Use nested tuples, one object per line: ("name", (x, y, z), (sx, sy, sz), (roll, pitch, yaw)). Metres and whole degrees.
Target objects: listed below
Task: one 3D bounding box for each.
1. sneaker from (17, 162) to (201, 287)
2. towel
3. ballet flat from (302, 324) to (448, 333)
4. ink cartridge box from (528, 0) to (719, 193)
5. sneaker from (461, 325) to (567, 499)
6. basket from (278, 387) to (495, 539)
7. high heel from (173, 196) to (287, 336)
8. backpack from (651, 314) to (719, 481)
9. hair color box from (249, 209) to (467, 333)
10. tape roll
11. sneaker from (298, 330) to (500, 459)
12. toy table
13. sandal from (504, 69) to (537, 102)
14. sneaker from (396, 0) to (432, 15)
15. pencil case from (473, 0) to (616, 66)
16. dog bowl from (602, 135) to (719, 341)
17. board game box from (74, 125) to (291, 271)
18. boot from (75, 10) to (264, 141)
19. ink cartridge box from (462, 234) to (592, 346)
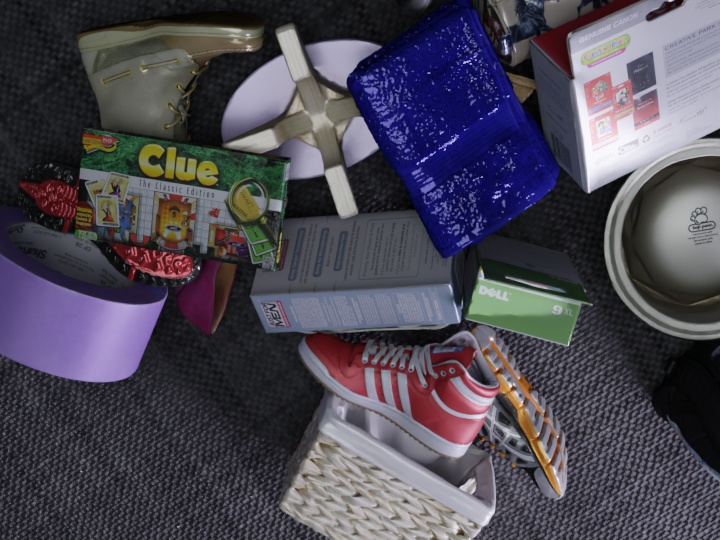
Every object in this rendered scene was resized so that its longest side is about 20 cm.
("sneaker", (-0.234, -0.053, 1.324), (0.198, 0.095, 0.080), (30, 102, 10))
("towel", (0.090, -0.129, 1.221), (0.147, 0.049, 0.201), (-37, 108, -15))
("ballet flat", (0.005, 0.036, 1.358), (0.197, 0.070, 0.070), (-1, 104, 2))
("ink cartridge box", (0.262, -0.197, 1.223), (0.198, 0.084, 0.177), (-25, 132, -9))
("sneaker", (0.149, 0.153, 1.385), (0.077, 0.078, 0.201), (-30, 98, 22))
("basket", (0.025, 0.214, 1.369), (0.199, 0.136, 0.124), (32, 107, -6))
("high heel", (-0.118, -0.008, 1.320), (0.199, 0.067, 0.097), (-28, 96, 47))
("backpack", (0.391, 0.143, 1.305), (0.153, 0.200, 0.164), (39, 101, -9))
("hair color box", (0.000, 0.000, 1.307), (0.197, 0.100, 0.061), (-3, 139, 15))
("tape roll", (-0.292, 0.021, 1.294), (0.198, 0.200, 0.086), (24, 105, -5))
("sneaker", (0.043, 0.091, 1.320), (0.198, 0.071, 0.113), (30, 120, -3))
("toy table", (-0.042, -0.147, 1.288), (0.198, 0.117, 0.185), (-30, 102, 7))
("sandal", (0.138, -0.163, 1.300), (0.208, 0.078, 0.071), (6, 102, -6))
("sneaker", (0.112, -0.302, 1.232), (0.115, 0.076, 0.202), (27, 67, -15))
("pencil case", (0.204, -0.266, 1.255), (0.198, 0.090, 0.078), (-26, 70, -2))
("dog bowl", (0.334, -0.037, 1.327), (0.197, 0.074, 0.203), (1, 104, 2))
("board game box", (-0.166, -0.067, 1.244), (0.197, 0.023, 0.106), (9, 101, 9))
("boot", (-0.174, -0.166, 1.297), (0.197, 0.072, 0.157), (-2, 106, 22))
("ink cartridge box", (0.154, 0.021, 1.280), (0.102, 0.200, 0.060), (15, 104, -2))
